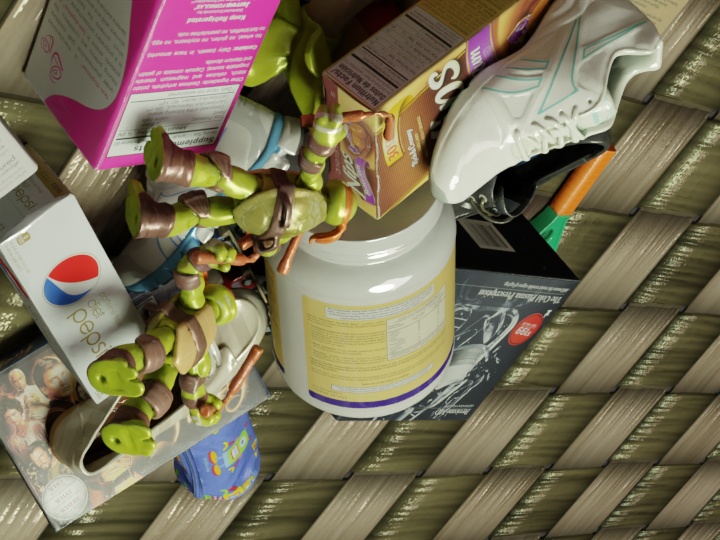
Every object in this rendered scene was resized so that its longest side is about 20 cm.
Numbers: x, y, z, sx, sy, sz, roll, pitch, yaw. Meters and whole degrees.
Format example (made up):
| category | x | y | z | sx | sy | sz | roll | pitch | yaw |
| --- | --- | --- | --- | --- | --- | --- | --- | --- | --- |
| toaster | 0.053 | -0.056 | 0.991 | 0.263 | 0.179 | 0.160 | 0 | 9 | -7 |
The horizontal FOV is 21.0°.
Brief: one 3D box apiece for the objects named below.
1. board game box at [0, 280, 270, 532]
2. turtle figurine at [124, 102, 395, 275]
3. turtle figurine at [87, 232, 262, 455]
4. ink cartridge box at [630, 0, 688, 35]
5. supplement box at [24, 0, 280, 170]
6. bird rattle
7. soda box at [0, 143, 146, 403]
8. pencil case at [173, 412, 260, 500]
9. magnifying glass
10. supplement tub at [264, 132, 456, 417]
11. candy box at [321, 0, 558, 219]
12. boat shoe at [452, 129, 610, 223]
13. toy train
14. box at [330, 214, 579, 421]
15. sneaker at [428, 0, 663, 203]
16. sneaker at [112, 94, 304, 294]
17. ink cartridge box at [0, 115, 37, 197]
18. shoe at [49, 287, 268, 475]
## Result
| category | x | y | z | sx | sy | sz | roll | pitch | yaw |
| --- | --- | --- | --- | --- | --- | --- | --- | --- | --- |
| board game box | -0.187 | 0.092 | 1.517 | 0.200 | 0.035 | 0.136 | -32 | 108 | -13 |
| turtle figurine | -0.069 | -0.042 | 1.276 | 0.161 | 0.065 | 0.200 | 3 | 151 | -23 |
| turtle figurine | -0.131 | 0.044 | 1.380 | 0.161 | 0.064 | 0.200 | -48 | 154 | -48 |
| ink cartridge box | 0.160 | -0.216 | 1.527 | 0.200 | 0.075 | 0.165 | 12 | 121 | -53 |
| supplement box | -0.125 | -0.173 | 1.237 | 0.103 | 0.101 | 0.200 | -9 | 140 | -42 |
| bird rattle | -0.004 | -0.190 | 1.395 | 0.200 | 0.113 | 0.163 | -50 | 163 | -8 |
| soda box | -0.212 | 0.005 | 1.387 | 0.064 | 0.068 | 0.200 | -37 | 142 | -12 |
| pencil case | -0.136 | 0.124 | 1.651 | 0.087 | 0.078 | 0.200 | -58 | 158 | -26 |
| magnifying glass | 0.176 | -0.042 | 1.841 | 0.079 | 0.022 | 0.200 | 0 | 134 | -48 |
| supplement tub | 0.000 | 0.000 | 1.472 | 0.145 | 0.145 | 0.200 | -27 | 144 | -21 |
| candy box | 0.063 | -0.139 | 1.361 | 0.200 | 0.056 | 0.117 | -38 | 151 | -23 |
| boat shoe | 0.111 | -0.072 | 1.471 | 0.200 | 0.066 | 0.070 | -30 | 146 | 32 |
| toy train | -0.092 | 0.001 | 1.584 | 0.046 | 0.034 | 0.200 | -24 | 150 | -2 |
| box | 0.062 | 0.036 | 1.730 | 0.200 | 0.104 | 0.182 | 5 | 130 | -51 |
| sneaker | 0.128 | -0.116 | 1.343 | 0.200 | 0.080 | 0.070 | -46 | 156 | -9 |
| sneaker | -0.133 | -0.065 | 1.426 | 0.087 | 0.075 | 0.200 | 34 | 121 | -21 |
| ink cartridge box | -0.294 | -0.095 | 1.185 | 0.116 | 0.068 | 0.200 | -38 | 150 | -4 |
| shoe | -0.146 | 0.088 | 1.484 | 0.200 | 0.053 | 0.070 | -39 | 110 | -11 |
